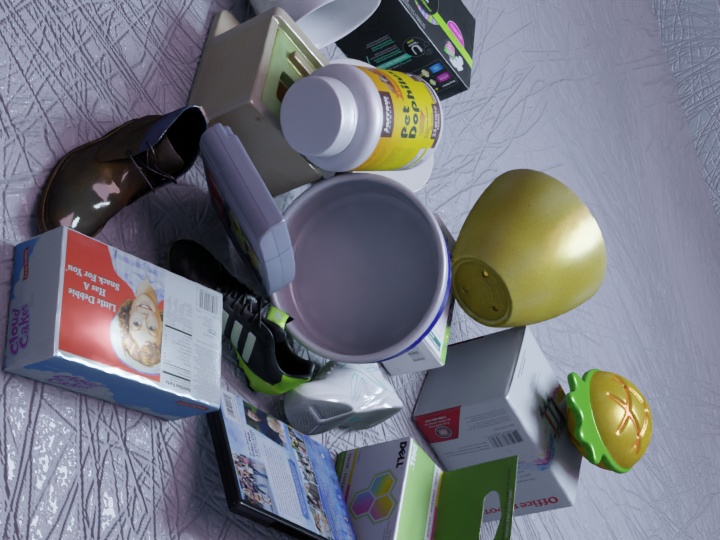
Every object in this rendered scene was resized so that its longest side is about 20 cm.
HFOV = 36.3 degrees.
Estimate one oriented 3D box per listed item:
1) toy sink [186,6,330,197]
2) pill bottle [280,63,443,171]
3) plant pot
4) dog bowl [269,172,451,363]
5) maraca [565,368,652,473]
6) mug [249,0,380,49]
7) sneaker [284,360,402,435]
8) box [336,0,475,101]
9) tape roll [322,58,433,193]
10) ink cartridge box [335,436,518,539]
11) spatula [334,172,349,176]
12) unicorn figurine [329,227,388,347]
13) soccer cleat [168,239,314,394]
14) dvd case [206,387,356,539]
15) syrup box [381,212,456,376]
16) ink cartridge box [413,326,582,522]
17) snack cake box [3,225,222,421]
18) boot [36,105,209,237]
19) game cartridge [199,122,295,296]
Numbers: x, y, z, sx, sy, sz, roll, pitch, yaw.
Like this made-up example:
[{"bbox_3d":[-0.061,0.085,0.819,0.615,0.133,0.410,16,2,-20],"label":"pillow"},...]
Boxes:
[{"bbox_3d":[-0.101,-0.203,1.230,0.130,0.111,0.203,45,40,-38],"label":"toy sink"},{"bbox_3d":[0.001,-0.161,1.170,0.199,0.108,0.111,-10,83,-58],"label":"pill bottle"},{"bbox_3d":[0.194,-0.008,1.408,0.141,0.198,0.203,-35,106,-35],"label":"plant pot"},{"bbox_3d":[0.000,0.000,1.197,0.079,0.196,0.204,32,45,-78],"label":"dog bowl"},{"bbox_3d":[0.313,0.193,1.417,0.199,0.106,0.140,15,55,-55],"label":"maraca"},{"bbox_3d":[-0.090,-0.368,1.300,0.199,0.147,0.178,-18,79,-57],"label":"mug"},{"bbox_3d":[-0.029,0.135,1.234,0.199,0.070,0.081,10,51,-59],"label":"sneaker"},{"bbox_3d":[0.060,-0.347,1.548,0.200,0.123,0.151,42,43,-38],"label":"box"},{"bbox_3d":[0.008,-0.175,1.401,0.200,0.037,0.206,22,52,-30],"label":"tape roll"},{"bbox_3d":[0.062,0.256,1.176,0.076,0.197,0.150,48,39,-33],"label":"ink cartridge box"},{"bbox_3d":[-0.008,-0.152,1.329,0.056,0.021,0.202,19,54,-4],"label":"spatula"},{"bbox_3d":[0.025,-0.003,1.294,0.199,0.073,0.140,-29,113,-61],"label":"unicorn figurine"},{"bbox_3d":[-0.118,0.042,1.111,0.201,0.080,0.068,55,35,-26],"label":"soccer cleat"},{"bbox_3d":[-0.077,0.207,1.105,0.199,0.017,0.144,38,23,-44],"label":"dvd case"},{"bbox_3d":[0.071,0.029,1.418,0.079,0.080,0.202,52,37,-35],"label":"syrup box"},{"bbox_3d":[0.190,0.206,1.458,0.202,0.143,0.145,58,34,-24],"label":"ink cartridge box"},{"bbox_3d":[-0.211,0.053,0.972,0.199,0.066,0.117,29,54,-49],"label":"snack cake box"},{"bbox_3d":[-0.216,-0.096,1.009,0.075,0.096,0.201,57,34,-22],"label":"boot"},{"bbox_3d":[-0.109,-0.048,1.082,0.134,0.041,0.200,56,-12,12],"label":"game cartridge"}]
